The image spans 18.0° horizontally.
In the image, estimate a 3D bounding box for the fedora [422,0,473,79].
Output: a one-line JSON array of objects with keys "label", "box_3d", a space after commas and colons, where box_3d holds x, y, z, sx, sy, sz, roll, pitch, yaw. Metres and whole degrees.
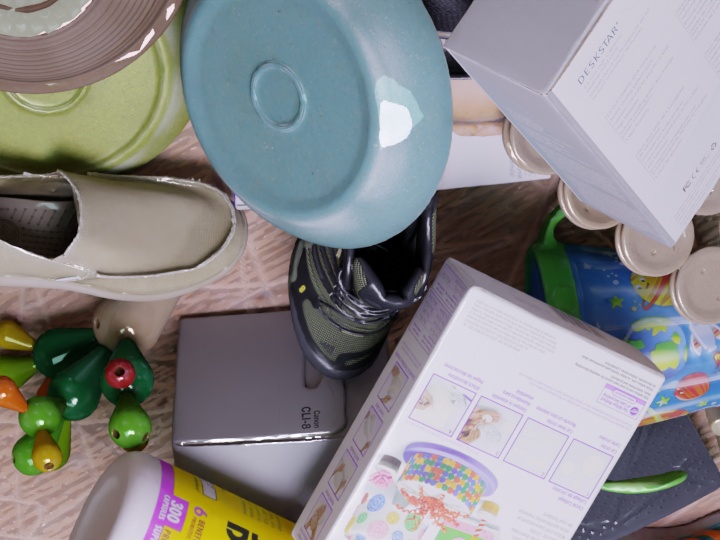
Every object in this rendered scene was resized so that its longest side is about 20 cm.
[{"label": "fedora", "box_3d": [0.056, -0.195, 1.295, 0.200, 0.092, 0.201, 0, 100, 0]}]

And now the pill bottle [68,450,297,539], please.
[{"label": "pill bottle", "box_3d": [-0.077, 0.196, 1.405, 0.200, 0.104, 0.104, 27, 119, -19]}]

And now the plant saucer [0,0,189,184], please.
[{"label": "plant saucer", "box_3d": [-0.193, -0.127, 1.398, 0.200, 0.031, 0.200, -2, 124, -2]}]

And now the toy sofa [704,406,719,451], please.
[{"label": "toy sofa", "box_3d": [0.328, 0.068, 1.531, 0.200, 0.083, 0.098, -12, 125, 5]}]

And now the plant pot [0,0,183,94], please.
[{"label": "plant pot", "box_3d": [-0.191, -0.191, 1.292, 0.200, 0.093, 0.201, -1, 110, -2]}]

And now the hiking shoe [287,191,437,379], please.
[{"label": "hiking shoe", "box_3d": [0.000, 0.000, 1.380, 0.076, 0.101, 0.200, 8, 127, -8]}]

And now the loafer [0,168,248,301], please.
[{"label": "loafer", "box_3d": [-0.167, -0.024, 1.413, 0.200, 0.076, 0.068, -3, 161, -11]}]

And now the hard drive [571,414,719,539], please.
[{"label": "hard drive", "box_3d": [0.139, 0.138, 1.591, 0.200, 0.042, 0.135, -25, 122, 12]}]

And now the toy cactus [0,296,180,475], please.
[{"label": "toy cactus", "box_3d": [-0.180, 0.056, 1.468, 0.102, 0.200, 0.165, 43, 72, -21]}]

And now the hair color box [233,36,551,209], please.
[{"label": "hair color box", "box_3d": [0.014, -0.106, 1.406, 0.200, 0.065, 0.109, -7, 124, -1]}]

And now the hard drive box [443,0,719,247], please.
[{"label": "hard drive box", "box_3d": [0.155, -0.129, 1.274, 0.156, 0.077, 0.200, -56, 144, -6]}]

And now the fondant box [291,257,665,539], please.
[{"label": "fondant box", "box_3d": [0.070, 0.112, 1.372, 0.144, 0.058, 0.200, 25, 99, -22]}]

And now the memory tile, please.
[{"label": "memory tile", "box_3d": [0.193, -0.074, 1.395, 0.200, 0.017, 0.153, 41, 82, -20]}]

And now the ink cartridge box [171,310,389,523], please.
[{"label": "ink cartridge box", "box_3d": [-0.046, 0.144, 1.522, 0.144, 0.145, 0.200, -3, 124, -1]}]

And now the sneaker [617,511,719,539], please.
[{"label": "sneaker", "box_3d": [0.238, 0.224, 1.631, 0.200, 0.080, 0.071, -8, 123, 3]}]

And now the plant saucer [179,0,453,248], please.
[{"label": "plant saucer", "box_3d": [-0.037, -0.103, 1.297, 0.200, 0.036, 0.200, 17, 118, 35]}]

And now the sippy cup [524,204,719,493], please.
[{"label": "sippy cup", "box_3d": [0.180, 0.043, 1.474, 0.130, 0.140, 0.178, -7, 127, -3]}]
